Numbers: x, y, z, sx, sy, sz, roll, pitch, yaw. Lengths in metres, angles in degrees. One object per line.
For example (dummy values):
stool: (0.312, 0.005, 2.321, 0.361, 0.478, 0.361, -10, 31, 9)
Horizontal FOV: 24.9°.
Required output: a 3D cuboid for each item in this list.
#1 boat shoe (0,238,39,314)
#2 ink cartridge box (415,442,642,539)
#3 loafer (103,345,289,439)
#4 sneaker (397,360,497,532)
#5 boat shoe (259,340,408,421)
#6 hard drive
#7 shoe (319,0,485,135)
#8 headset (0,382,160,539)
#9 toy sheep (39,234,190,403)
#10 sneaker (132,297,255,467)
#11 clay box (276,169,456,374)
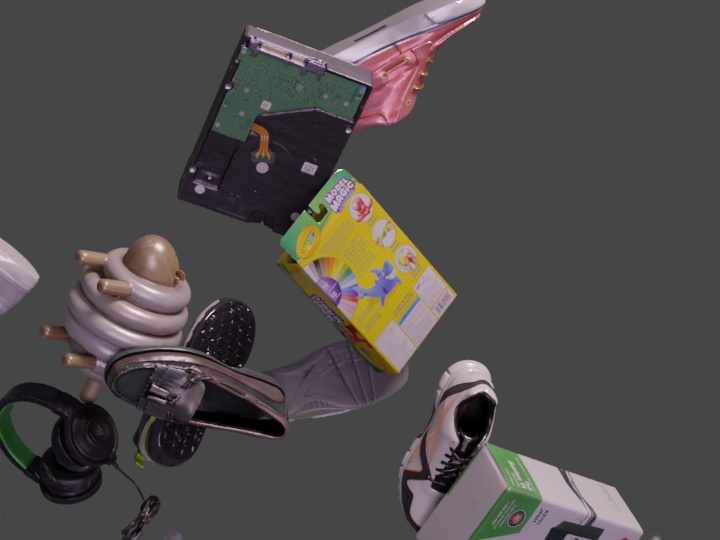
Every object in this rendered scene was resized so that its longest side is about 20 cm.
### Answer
boat shoe: (-0.420, -0.030, 1.638, 0.200, 0.072, 0.069, 39, 94, -26)
ink cartridge box: (0.185, 0.289, 1.775, 0.200, 0.083, 0.147, 21, 113, -30)
loafer: (-0.157, 0.125, 1.626, 0.200, 0.063, 0.072, 13, 119, -31)
sneaker: (0.095, 0.199, 1.777, 0.074, 0.080, 0.200, 13, 103, -15)
boat shoe: (-0.049, 0.124, 1.746, 0.202, 0.065, 0.075, -17, 87, -11)
hard drive: (-0.088, -0.137, 1.646, 0.140, 0.038, 0.200, 18, 123, -13)
shoe: (0.047, -0.213, 1.672, 0.200, 0.071, 0.091, -25, 108, 2)
headset: (-0.296, 0.200, 1.675, 0.200, 0.094, 0.124, 31, 132, 2)
toy sheep: (-0.244, 0.050, 1.654, 0.138, 0.138, 0.200, 26, 112, -15)
sneaker: (-0.186, 0.114, 1.709, 0.072, 0.083, 0.200, 39, 69, -28)
clay box: (0.000, 0.000, 1.692, 0.200, 0.048, 0.115, 48, 66, -24)
